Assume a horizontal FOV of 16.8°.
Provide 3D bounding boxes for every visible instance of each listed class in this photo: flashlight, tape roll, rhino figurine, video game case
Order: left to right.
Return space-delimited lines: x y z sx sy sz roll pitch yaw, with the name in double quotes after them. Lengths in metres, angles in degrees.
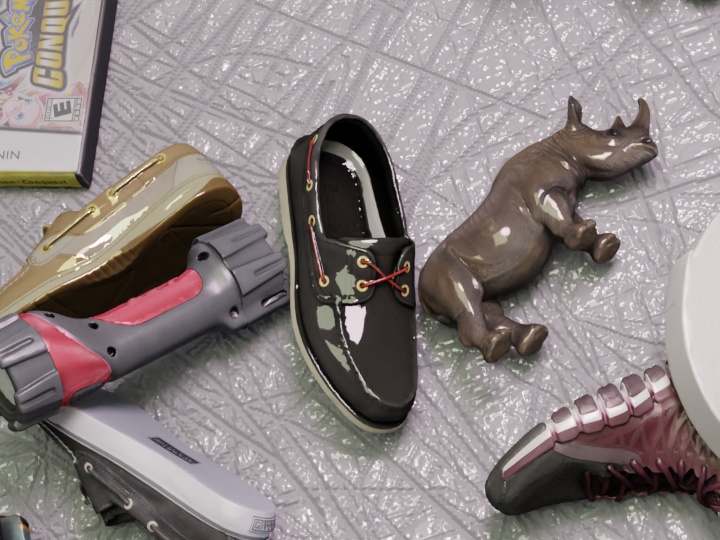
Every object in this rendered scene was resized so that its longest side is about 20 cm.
-0.256 -0.152 1.642 0.179 0.026 0.201 1 70 13 "video game case"
-0.141 0.027 1.487 0.199 0.068 0.068 -29 35 -28 "flashlight"
0.113 -0.034 1.495 0.087 0.060 0.200 32 76 32 "rhino figurine"
0.274 0.038 1.403 0.201 0.037 0.204 4 70 -11 "tape roll"

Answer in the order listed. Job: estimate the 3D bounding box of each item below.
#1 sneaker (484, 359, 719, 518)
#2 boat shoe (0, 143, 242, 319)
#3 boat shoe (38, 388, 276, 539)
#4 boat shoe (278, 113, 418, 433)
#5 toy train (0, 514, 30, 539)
0.179 0.119 1.414 0.199 0.076 0.116 -28 69 0 "sneaker"
-0.169 -0.007 1.548 0.199 0.074 0.066 -33 53 -3 "boat shoe"
-0.138 0.130 1.489 0.199 0.070 0.067 29 101 26 "boat shoe"
-0.002 0.000 1.495 0.073 0.063 0.203 3 62 -30 "boat shoe"
-0.212 0.233 1.435 0.085 0.114 0.201 -14 67 6 "toy train"
